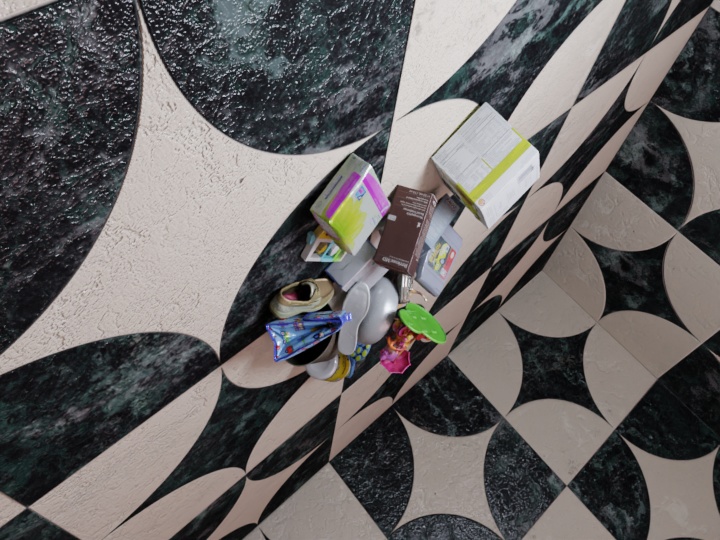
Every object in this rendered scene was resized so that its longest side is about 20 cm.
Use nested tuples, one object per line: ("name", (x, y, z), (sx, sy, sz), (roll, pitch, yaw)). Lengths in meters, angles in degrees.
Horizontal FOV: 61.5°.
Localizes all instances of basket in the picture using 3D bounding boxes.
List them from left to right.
("basket", (-0.120, 0.179, 1.637), (0.183, 0.134, 0.200), (-57, 165, -5))

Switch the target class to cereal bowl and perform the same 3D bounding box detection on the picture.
("cereal bowl", (0.015, 0.102, 1.714), (0.082, 0.202, 0.202), (26, 112, -31))

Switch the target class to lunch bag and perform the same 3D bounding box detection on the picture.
("lunch bag", (-0.112, 0.142, 1.458), (0.194, 0.097, 0.151), (-16, 179, 2))

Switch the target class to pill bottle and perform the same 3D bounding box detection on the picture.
("pill bottle", (-0.097, 0.293, 1.916), (0.113, 0.113, 0.200), (-45, 160, 2))

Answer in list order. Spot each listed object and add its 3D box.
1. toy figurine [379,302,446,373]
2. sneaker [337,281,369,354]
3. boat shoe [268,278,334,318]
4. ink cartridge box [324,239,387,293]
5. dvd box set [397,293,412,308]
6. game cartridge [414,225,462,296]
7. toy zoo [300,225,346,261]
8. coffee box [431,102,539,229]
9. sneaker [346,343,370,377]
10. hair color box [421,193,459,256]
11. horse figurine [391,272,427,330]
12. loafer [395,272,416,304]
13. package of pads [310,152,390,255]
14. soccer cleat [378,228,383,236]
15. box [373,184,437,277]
("toy figurine", (0.117, 0.208, 1.688), (0.185, 0.151, 0.198), (-51, 150, 19))
("sneaker", (-0.020, 0.110, 1.599), (0.100, 0.068, 0.206), (-89, -168, -69))
("boat shoe", (-0.130, 0.058, 1.466), (0.198, 0.074, 0.067), (-24, 157, -46))
("ink cartridge box", (0.000, 0.000, 1.610), (0.136, 0.076, 0.200), (-45, 158, 0))
("dvd box set", (0.050, 0.111, 1.855), (0.199, 0.145, 0.030), (-40, 115, -15))
("game cartridge", (0.230, -0.041, 1.800), (0.132, 0.040, 0.204), (35, 75, -39))
("toy zoo", (-0.064, -0.077, 1.418), (0.132, 0.020, 0.199), (-53, 159, 17))
("coffee box", (0.329, -0.268, 1.580), (0.200, 0.198, 0.199), (-44, 161, 5))
("sneaker", (-0.014, 0.303, 2.181), (0.083, 0.070, 0.202), (-43, 165, -50))
("hair color box", (0.190, -0.117, 1.673), (0.099, 0.061, 0.201), (-38, -170, 49))
("horse figurine", (0.105, 0.088, 1.768), (0.200, 0.133, 0.050), (-43, -165, -12))
("loafer", (0.135, -0.006, 1.708), (0.061, 0.207, 0.072), (4, 163, -9))
("package of pads", (-0.018, -0.132, 1.300), (0.156, 0.067, 0.200), (-54, 156, -6))
("soccer cleat", (0.123, -0.142, 1.610), (0.201, 0.078, 0.069), (-51, -159, -27))
("box", (0.112, -0.099, 1.506), (0.075, 0.097, 0.206), (29, 77, -70))
